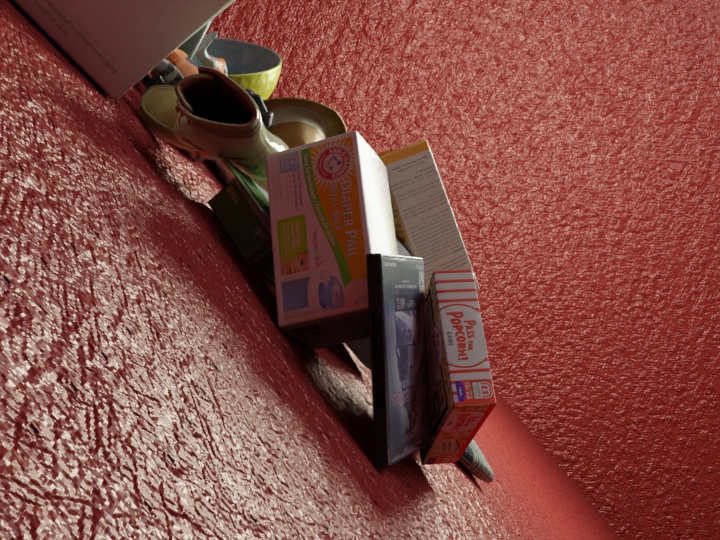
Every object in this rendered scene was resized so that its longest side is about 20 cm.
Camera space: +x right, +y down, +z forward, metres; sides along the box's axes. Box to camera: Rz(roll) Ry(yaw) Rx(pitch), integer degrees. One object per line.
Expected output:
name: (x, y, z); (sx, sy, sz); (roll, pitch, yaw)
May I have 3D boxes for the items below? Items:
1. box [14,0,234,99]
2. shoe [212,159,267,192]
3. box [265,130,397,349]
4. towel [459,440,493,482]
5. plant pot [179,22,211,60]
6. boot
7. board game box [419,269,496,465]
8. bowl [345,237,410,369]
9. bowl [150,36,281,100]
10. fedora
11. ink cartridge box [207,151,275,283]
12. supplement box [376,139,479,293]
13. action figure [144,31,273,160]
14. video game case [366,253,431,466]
box: (-0.274, -0.342, 1.064); (0.199, 0.200, 0.171); (48, 3, -35)
shoe: (-0.164, -0.123, 1.349); (0.200, 0.053, 0.070); (48, 25, 14)
box: (-0.026, -0.032, 1.029); (0.101, 0.112, 0.200); (40, 39, -63)
towel: (0.103, 0.206, 1.421); (0.193, 0.035, 0.200); (44, 10, -32)
plant pot: (-0.294, -0.416, 1.294); (0.200, 0.177, 0.200); (30, -10, 41)
boot: (-0.181, -0.180, 1.072); (0.200, 0.072, 0.155); (27, -8, 15)
board game box: (0.093, 0.112, 1.055); (0.200, 0.046, 0.152); (103, -17, -62)
bowl: (0.000, 0.000, 1.204); (0.200, 0.075, 0.200); (53, -24, 35)
bowl: (-0.223, -0.276, 1.455); (0.200, 0.200, 0.108); (-123, -145, -55)
fedora: (-0.112, -0.166, 1.419); (0.201, 0.200, 0.082); (45, 29, -48)
ink cartridge box: (-0.113, -0.046, 1.120); (0.104, 0.059, 0.200); (54, 6, 31)
supplement box: (0.061, -0.053, 1.209); (0.126, 0.073, 0.200); (-3, -71, 68)
action figure: (-0.225, -0.223, 1.227); (0.200, 0.105, 0.194); (12, -42, 27)
video game case: (0.041, 0.085, 0.967); (0.143, 0.019, 0.200); (3, 83, -70)
